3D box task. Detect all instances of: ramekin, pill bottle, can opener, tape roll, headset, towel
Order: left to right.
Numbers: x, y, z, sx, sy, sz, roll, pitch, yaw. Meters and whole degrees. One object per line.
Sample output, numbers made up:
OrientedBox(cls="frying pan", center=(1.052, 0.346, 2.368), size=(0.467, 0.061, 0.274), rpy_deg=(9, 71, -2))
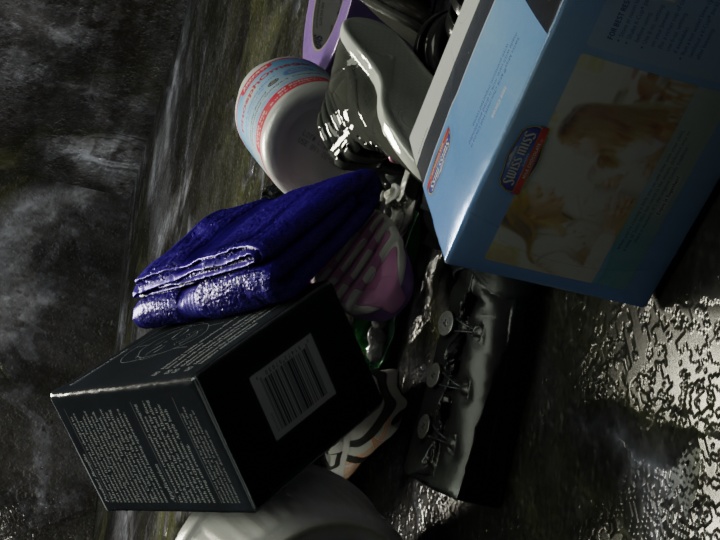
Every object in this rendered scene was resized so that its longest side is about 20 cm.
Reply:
OrientedBox(cls="towel", center=(-0.088, -0.021, 0.959), size=(0.198, 0.050, 0.148), rpy_deg=(-12, 30, 48))
OrientedBox(cls="pill bottle", center=(-0.059, -0.140, 1.155), size=(0.200, 0.107, 0.110), rpy_deg=(-131, 54, -65))
OrientedBox(cls="ramekin", center=(-0.043, 0.252, 0.908), size=(0.094, 0.200, 0.206), rpy_deg=(9, 88, 61))
OrientedBox(cls="tape roll", center=(0.009, -0.282, 1.260), size=(0.200, 0.084, 0.204), rpy_deg=(-169, 90, -73))
OrientedBox(cls="can opener", center=(0.063, -0.108, 1.023), size=(0.053, 0.066, 0.203), rpy_deg=(140, 147, -61))
OrientedBox(cls="headset", center=(0.100, -0.185, 0.955), size=(0.123, 0.092, 0.204), rpy_deg=(143, 121, -66))

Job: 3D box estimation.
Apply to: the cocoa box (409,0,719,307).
OrientedBox(cls="cocoa box", center=(0.125, -0.105, 0.665), size=(0.132, 0.131, 0.202), rpy_deg=(-102, 28, -52))

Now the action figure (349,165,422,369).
OrientedBox(cls="action figure", center=(0.015, 0.012, 1.107), size=(0.118, 0.054, 0.204), rpy_deg=(-147, 65, -70))

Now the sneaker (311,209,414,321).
OrientedBox(cls="sneaker", center=(0.000, 0.000, 0.988), size=(0.081, 0.089, 0.200), rpy_deg=(-47, 28, -5))

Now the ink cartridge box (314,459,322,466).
OrientedBox(cls="ink cartridge box", center=(-0.059, 0.163, 1.159), size=(0.199, 0.043, 0.203), rpy_deg=(-97, -8, -62))

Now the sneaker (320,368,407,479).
OrientedBox(cls="sneaker", center=(-0.001, 0.137, 1.066), size=(0.200, 0.079, 0.075), rpy_deg=(104, 149, -72))

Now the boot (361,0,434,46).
OrientedBox(cls="boot", center=(0.062, -0.301, 1.065), size=(0.174, 0.069, 0.201), rpy_deg=(-46, 43, 14))

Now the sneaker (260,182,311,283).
OrientedBox(cls="sneaker", center=(-0.065, 0.016, 1.147), size=(0.094, 0.069, 0.202), rpy_deg=(84, -176, -52))

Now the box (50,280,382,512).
OrientedBox(cls="box", center=(-0.111, 0.098, 0.928), size=(0.198, 0.148, 0.108), rpy_deg=(-11, 108, 46))

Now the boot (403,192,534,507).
OrientedBox(cls="boot", center=(0.071, 0.050, 0.883), size=(0.165, 0.064, 0.204), rpy_deg=(-152, 70, -75))

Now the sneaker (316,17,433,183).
OrientedBox(cls="sneaker", center=(0.024, -0.104, 0.959), size=(0.201, 0.070, 0.100), rpy_deg=(-118, 36, -42))
